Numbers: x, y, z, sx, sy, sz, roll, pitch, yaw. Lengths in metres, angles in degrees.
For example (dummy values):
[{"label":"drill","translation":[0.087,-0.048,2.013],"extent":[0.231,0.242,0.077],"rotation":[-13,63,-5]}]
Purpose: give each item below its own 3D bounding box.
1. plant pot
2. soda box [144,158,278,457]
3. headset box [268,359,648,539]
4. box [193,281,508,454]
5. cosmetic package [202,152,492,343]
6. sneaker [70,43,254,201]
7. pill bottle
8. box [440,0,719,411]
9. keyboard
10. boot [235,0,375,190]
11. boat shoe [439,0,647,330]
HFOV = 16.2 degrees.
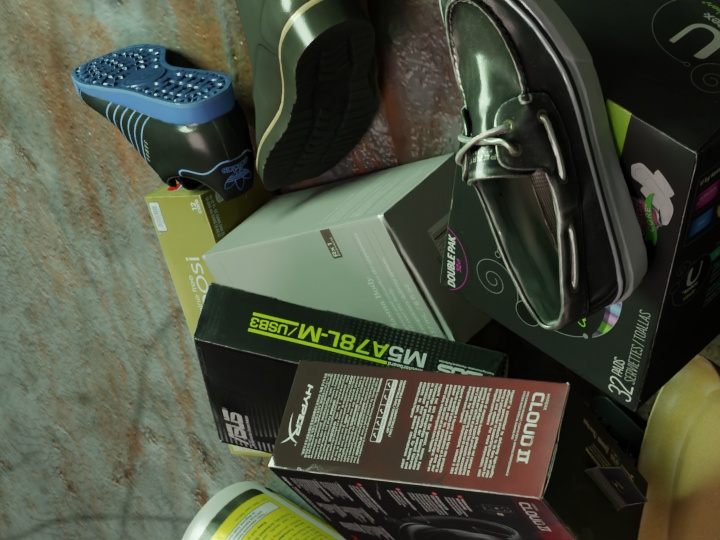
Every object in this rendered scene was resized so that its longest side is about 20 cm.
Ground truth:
[{"label":"plant pot","translation":[0.197,0.150,1.469],"extent":[0.027,0.201,0.200],"rotation":[6,140,-10]},{"label":"soda box","translation":[-0.077,0.027,1.749],"extent":[0.064,0.068,0.201],"rotation":[1,114,46]},{"label":"headset box","translation":[0.069,0.123,1.498],"extent":[0.199,0.078,0.149],"rotation":[3,154,29]},{"label":"box","translation":[-0.003,0.082,1.613],"extent":[0.192,0.048,0.200],"rotation":[11,158,6]},{"label":"cosmetic package","translation":[0.000,0.000,1.638],"extent":[0.200,0.090,0.107],"rotation":[-15,110,50]},{"label":"sneaker","translation":[-0.133,-0.099,1.693],"extent":[0.200,0.070,0.078],"rotation":[27,137,59]},{"label":"pill bottle","translation":[-0.034,0.248,1.865],"extent":[0.200,0.112,0.113],"rotation":[29,138,31]},{"label":"box","translation":[0.145,-0.056,1.390],"extent":[0.148,0.124,0.201],"rotation":[33,141,25]},{"label":"keyboard","translation":[0.197,0.175,1.571],"extent":[0.200,0.040,0.104],"rotation":[45,148,30]},{"label":"boot","translation":[-0.051,-0.153,1.599],"extent":[0.139,0.077,0.200],"rotation":[60,155,22]},{"label":"boat shoe","translation":[0.085,-0.063,1.282],"extent":[0.072,0.071,0.201],"rotation":[-10,110,51]}]
